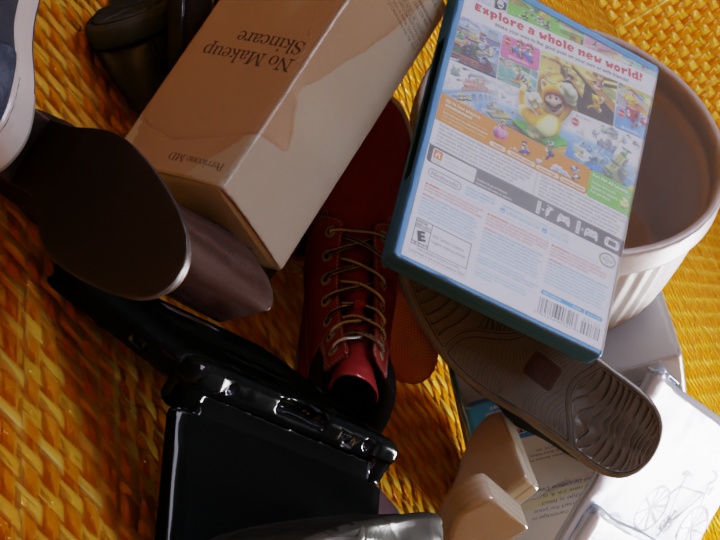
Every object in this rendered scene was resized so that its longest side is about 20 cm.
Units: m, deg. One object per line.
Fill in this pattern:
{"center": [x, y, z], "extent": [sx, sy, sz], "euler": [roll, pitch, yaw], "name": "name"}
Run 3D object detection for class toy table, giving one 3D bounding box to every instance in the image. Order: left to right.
{"center": [0.065, 0.186, 1.332], "extent": [0.184, 0.117, 0.201], "euler": [34, 29, -59], "name": "toy table"}

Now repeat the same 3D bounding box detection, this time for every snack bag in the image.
{"center": [0.182, 0.172, 1.504], "extent": [0.021, 0.201, 0.188], "euler": [28, -3, 35], "name": "snack bag"}

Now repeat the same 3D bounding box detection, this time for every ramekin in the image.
{"center": [0.120, -0.051, 1.465], "extent": [0.105, 0.199, 0.201], "euler": [108, -28, -47], "name": "ramekin"}

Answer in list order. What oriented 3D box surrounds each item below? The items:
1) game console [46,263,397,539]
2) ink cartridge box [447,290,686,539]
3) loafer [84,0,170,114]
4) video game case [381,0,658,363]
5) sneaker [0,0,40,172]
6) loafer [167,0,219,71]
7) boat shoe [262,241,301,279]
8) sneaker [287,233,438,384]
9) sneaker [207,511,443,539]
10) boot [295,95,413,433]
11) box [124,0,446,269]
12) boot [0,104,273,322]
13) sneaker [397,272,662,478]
{"center": [-0.076, 0.103, 1.194], "extent": [0.176, 0.117, 0.200], "euler": [34, 3, 34], "name": "game console"}
{"center": [0.138, 0.082, 1.582], "extent": [0.201, 0.146, 0.145], "euler": [76, 0, -48], "name": "ink cartridge box"}
{"center": [-0.121, -0.151, 1.465], "extent": [0.200, 0.071, 0.063], "euler": [-55, 131, -66], "name": "loafer"}
{"center": [0.096, -0.063, 1.347], "extent": [0.143, 0.018, 0.201], "euler": [25, 61, -20], "name": "video game case"}
{"center": [-0.218, -0.158, 1.118], "extent": [0.146, 0.077, 0.203], "euler": [49, 20, -44], "name": "sneaker"}
{"center": [-0.058, -0.151, 1.432], "extent": [0.200, 0.071, 0.074], "euler": [-16, 107, -68], "name": "loafer"}
{"center": [-0.070, -0.061, 1.429], "extent": [0.072, 0.071, 0.201], "euler": [46, 21, -42], "name": "boat shoe"}
{"center": [-0.017, -0.002, 1.528], "extent": [0.201, 0.073, 0.077], "euler": [57, 36, -16], "name": "sneaker"}
{"center": [-0.017, 0.174, 1.116], "extent": [0.199, 0.076, 0.115], "euler": [11, 75, -64], "name": "sneaker"}
{"center": [0.000, 0.000, 1.352], "extent": [0.144, 0.072, 0.201], "euler": [-104, -161, -75], "name": "boot"}
{"center": [-0.045, -0.106, 1.332], "extent": [0.201, 0.095, 0.078], "euler": [-59, 140, -24], "name": "box"}
{"center": [-0.092, -0.007, 1.171], "extent": [0.186, 0.064, 0.200], "euler": [40, 1, 40], "name": "boot"}
{"center": [0.082, 0.048, 1.389], "extent": [0.200, 0.075, 0.106], "euler": [45, -11, -17], "name": "sneaker"}
